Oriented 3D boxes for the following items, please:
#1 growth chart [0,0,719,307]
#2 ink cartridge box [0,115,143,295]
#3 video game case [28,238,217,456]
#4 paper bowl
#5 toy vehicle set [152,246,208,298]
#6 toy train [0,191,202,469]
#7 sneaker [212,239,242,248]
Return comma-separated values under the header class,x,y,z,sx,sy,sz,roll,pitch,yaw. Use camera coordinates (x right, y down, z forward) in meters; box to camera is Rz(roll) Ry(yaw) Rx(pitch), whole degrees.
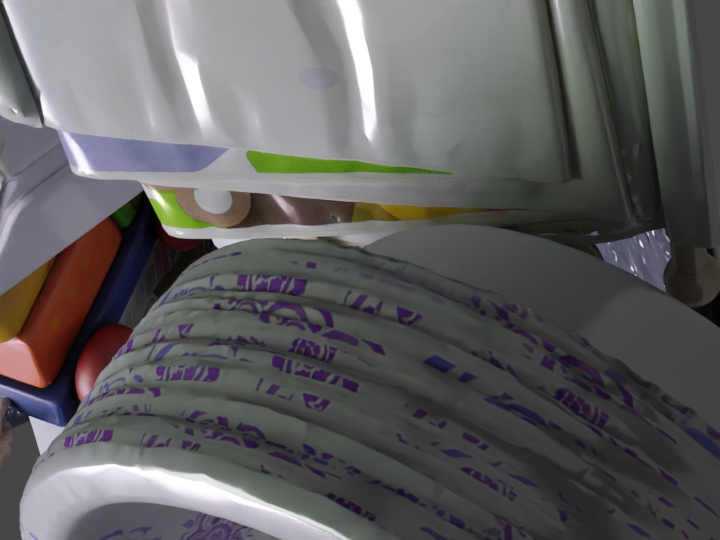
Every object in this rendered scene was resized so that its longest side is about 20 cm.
class,x,y,z,sx,sy,sz,roll,pitch,yaw
growth chart,-0.016,-0.049,0.597,0.145,0.199,0.018,87,-162,-46
ink cartridge box,-0.119,-0.121,0.833,0.200,0.146,0.146,51,161,5
video game case,-0.088,0.007,1.136,0.023,0.183,0.200,22,162,6
paper bowl,0.033,0.069,0.596,0.200,0.105,0.201,29,154,16
toy vehicle set,-0.008,0.051,0.991,0.124,0.027,0.200,41,177,-15
toy train,-0.132,0.013,0.968,0.084,0.201,0.116,17,161,20
sneaker,0.000,0.000,0.872,0.087,0.074,0.200,63,172,-10
